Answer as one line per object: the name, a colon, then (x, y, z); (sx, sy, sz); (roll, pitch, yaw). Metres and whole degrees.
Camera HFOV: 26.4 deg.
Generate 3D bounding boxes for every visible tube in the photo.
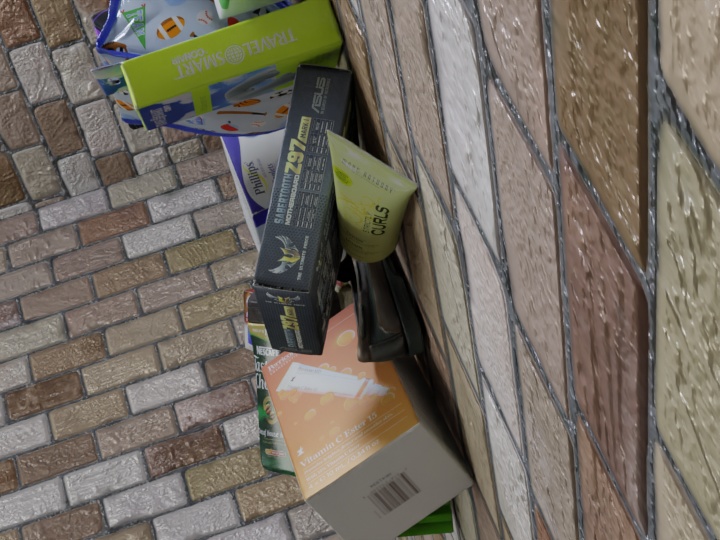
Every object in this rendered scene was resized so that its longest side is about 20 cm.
tube: (0.006, -0.055, 1.185); (0.200, 0.058, 0.052); (95, 167, -75)

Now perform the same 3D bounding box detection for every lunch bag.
lunch bag: (-0.132, -0.204, 1.461); (0.170, 0.200, 0.124); (85, -163, -74)

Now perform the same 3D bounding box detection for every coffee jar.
coffee jar: (-0.064, 0.112, 1.623); (0.104, 0.085, 0.200); (-1, 96, 56)

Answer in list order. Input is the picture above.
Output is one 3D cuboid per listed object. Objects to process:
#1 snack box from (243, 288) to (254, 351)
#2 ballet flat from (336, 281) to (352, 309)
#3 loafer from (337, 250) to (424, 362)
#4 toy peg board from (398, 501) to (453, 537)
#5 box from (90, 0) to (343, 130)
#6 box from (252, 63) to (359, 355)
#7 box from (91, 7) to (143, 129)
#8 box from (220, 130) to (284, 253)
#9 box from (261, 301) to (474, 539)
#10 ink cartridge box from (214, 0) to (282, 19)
snack box: (-0.074, 0.070, 1.732); (0.200, 0.024, 0.072); (14, 108, 56)
ballet flat: (-0.007, 0.083, 1.783); (0.064, 0.076, 0.200); (29, 144, 59)
loafer: (0.000, 0.000, 1.401); (0.072, 0.063, 0.200); (76, 173, -50)
toy peg board: (0.041, 0.180, 1.597); (0.200, 0.098, 0.199); (81, -175, -59)
box: (-0.118, -0.168, 1.285); (0.122, 0.200, 0.048); (136, 115, -85)
box: (-0.042, -0.048, 1.281); (0.158, 0.051, 0.200); (85, -166, -69)
box: (-0.173, -0.240, 1.642); (0.106, 0.200, 0.122); (-170, 62, -85)
box: (-0.083, -0.072, 1.830); (0.200, 0.105, 0.184); (76, 173, -46)
box: (0.002, 0.139, 1.401); (0.098, 0.124, 0.200); (50, -172, -34)
ink cartridge box: (-0.108, -0.325, 1.282); (0.146, 0.084, 0.200); (-157, 50, -83)
